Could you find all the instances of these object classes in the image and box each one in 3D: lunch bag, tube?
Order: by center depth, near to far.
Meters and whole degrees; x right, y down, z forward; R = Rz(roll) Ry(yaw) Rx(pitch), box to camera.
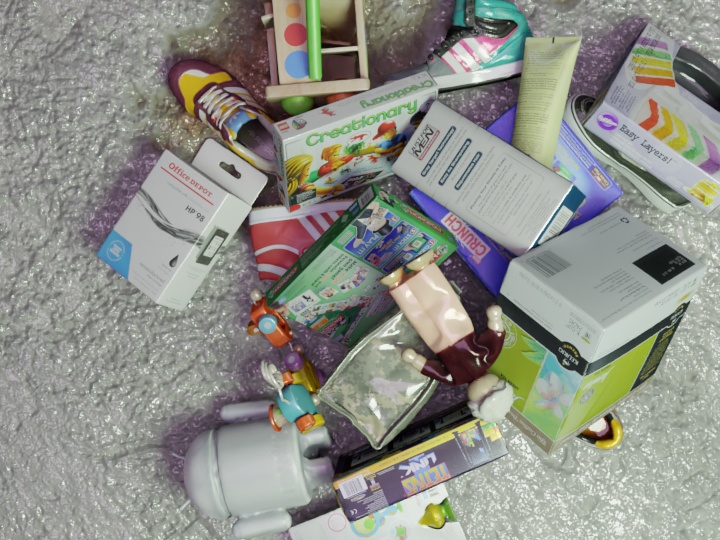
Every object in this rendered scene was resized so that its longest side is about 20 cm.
[{"bbox_3d":[0.209,-0.176,1.160,0.058,0.052,0.200,10,89,2],"label":"tube"},{"bbox_3d":[0.059,0.101,1.187,0.118,0.164,0.200,40,92,6],"label":"lunch bag"}]

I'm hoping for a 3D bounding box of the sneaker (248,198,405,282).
[{"bbox_3d":[-0.038,-0.031,1.235,0.200,0.071,0.113,-5,87,10],"label":"sneaker"}]

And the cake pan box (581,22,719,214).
[{"bbox_3d":[0.379,-0.186,1.180,0.184,0.052,0.200,38,51,0],"label":"cake pan box"}]

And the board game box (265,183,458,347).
[{"bbox_3d":[0.000,0.000,1.185,0.134,0.029,0.200,29,119,-33],"label":"board game box"}]

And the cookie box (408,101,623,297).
[{"bbox_3d":[0.187,-0.094,1.224,0.200,0.075,0.171,-39,88,1],"label":"cookie box"}]

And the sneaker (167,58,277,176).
[{"bbox_3d":[-0.159,-0.196,1.226,0.200,0.090,0.075,38,92,1],"label":"sneaker"}]

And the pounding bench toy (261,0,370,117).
[{"bbox_3d":[-0.054,-0.264,1.167,0.124,0.200,0.156,-4,90,2],"label":"pounding bench toy"}]

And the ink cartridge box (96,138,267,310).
[{"bbox_3d":[-0.220,-0.066,1.225,0.116,0.067,0.200,34,92,23],"label":"ink cartridge box"}]

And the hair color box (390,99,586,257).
[{"bbox_3d":[0.142,-0.099,1.123,0.200,0.061,0.100,37,98,27],"label":"hair color box"}]

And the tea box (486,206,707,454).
[{"bbox_3d":[0.251,0.065,1.114,0.134,0.200,0.197,40,135,31],"label":"tea box"}]

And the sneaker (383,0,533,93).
[{"bbox_3d":[0.118,-0.285,1.218,0.200,0.084,0.121,-12,95,-6],"label":"sneaker"}]

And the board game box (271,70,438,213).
[{"bbox_3d":[-0.004,-0.152,1.177,0.200,0.126,0.035,-22,56,-15],"label":"board game box"}]

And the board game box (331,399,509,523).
[{"bbox_3d":[0.069,0.222,1.188,0.200,0.165,0.057,-24,88,2],"label":"board game box"}]

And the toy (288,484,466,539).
[{"bbox_3d":[0.024,0.332,1.248,0.200,0.047,0.115,-22,96,2],"label":"toy"}]

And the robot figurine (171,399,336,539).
[{"bbox_3d":[-0.131,0.241,1.221,0.200,0.113,0.170,-11,63,2],"label":"robot figurine"}]

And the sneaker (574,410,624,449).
[{"bbox_3d":[0.243,0.152,1.223,0.200,0.082,0.078,31,92,2],"label":"sneaker"}]

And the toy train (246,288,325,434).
[{"bbox_3d":[-0.103,0.118,1.198,0.056,0.200,0.150,-33,114,11],"label":"toy train"}]

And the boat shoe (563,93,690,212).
[{"bbox_3d":[0.338,-0.155,1.215,0.200,0.064,0.071,38,63,-3],"label":"boat shoe"}]

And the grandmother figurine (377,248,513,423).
[{"bbox_3d":[0.105,0.076,1.077,0.121,0.061,0.200,-30,93,29],"label":"grandmother figurine"}]
